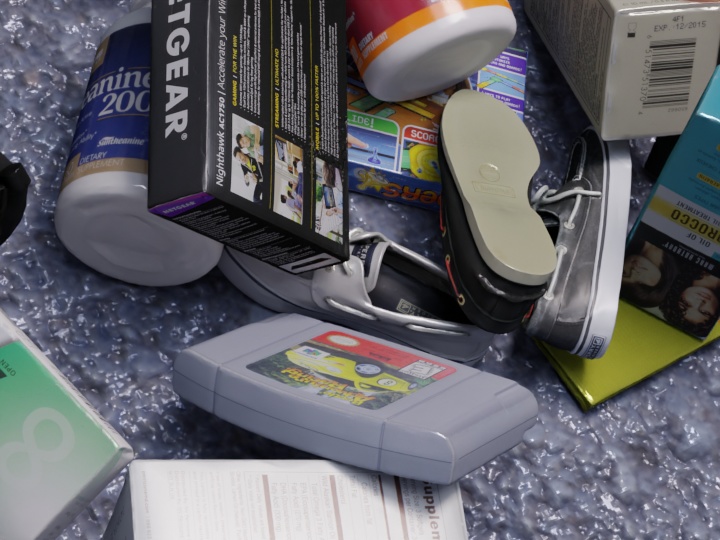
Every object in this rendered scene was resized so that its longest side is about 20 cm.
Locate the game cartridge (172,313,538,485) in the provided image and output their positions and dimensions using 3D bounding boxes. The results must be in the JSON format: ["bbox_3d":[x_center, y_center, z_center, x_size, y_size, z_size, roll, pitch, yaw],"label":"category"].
[{"bbox_3d":[-0.007,0.075,1.289,0.199,0.041,0.133,16,23,27],"label":"game cartridge"}]

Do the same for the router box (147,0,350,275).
[{"bbox_3d":[-0.068,-0.115,1.331,0.149,0.051,0.202,25,58,-51],"label":"router box"}]

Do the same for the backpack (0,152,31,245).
[{"bbox_3d":[-0.313,-0.011,1.267,0.166,0.127,0.200,30,56,15],"label":"backpack"}]

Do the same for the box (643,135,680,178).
[{"bbox_3d":[0.325,-0.103,1.547,0.141,0.079,0.200,42,55,17],"label":"box"}]

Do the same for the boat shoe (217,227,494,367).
[{"bbox_3d":[0.000,0.000,1.398,0.199,0.065,0.074,20,56,-6],"label":"boat shoe"}]

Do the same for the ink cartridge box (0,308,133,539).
[{"bbox_3d":[-0.251,0.117,1.197,0.200,0.050,0.161,-45,75,-5],"label":"ink cartridge box"}]

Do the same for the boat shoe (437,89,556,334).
[{"bbox_3d":[0.082,-0.044,1.405,0.073,0.063,0.202,12,40,-18],"label":"boat shoe"}]

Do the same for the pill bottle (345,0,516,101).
[{"bbox_3d":[0.019,-0.227,1.453,0.112,0.113,0.201,-17,75,-26],"label":"pill bottle"}]

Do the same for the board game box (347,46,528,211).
[{"bbox_3d":[0.017,-0.117,1.491,0.198,0.035,0.136,14,57,-11],"label":"board game box"}]

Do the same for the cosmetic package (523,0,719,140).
[{"bbox_3d":[0.184,-0.185,1.494,0.087,0.104,0.200,-6,35,-11],"label":"cosmetic package"}]

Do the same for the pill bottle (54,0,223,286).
[{"bbox_3d":[-0.127,-0.101,1.388,0.110,0.111,0.201,15,57,-9],"label":"pill bottle"}]

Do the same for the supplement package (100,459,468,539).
[{"bbox_3d":[-0.045,0.186,1.241,0.198,0.117,0.118,2,57,-18],"label":"supplement package"}]

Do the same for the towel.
[{"bbox_3d":[0.208,0.025,1.484,0.199,0.018,0.086,-26,65,-28],"label":"towel"}]

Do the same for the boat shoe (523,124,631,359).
[{"bbox_3d":[0.141,-0.028,1.454,0.068,0.074,0.200,15,54,-7],"label":"boat shoe"}]

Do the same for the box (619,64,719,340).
[{"bbox_3d":[0.231,-0.041,1.399,0.082,0.201,0.049,27,54,6],"label":"box"}]
